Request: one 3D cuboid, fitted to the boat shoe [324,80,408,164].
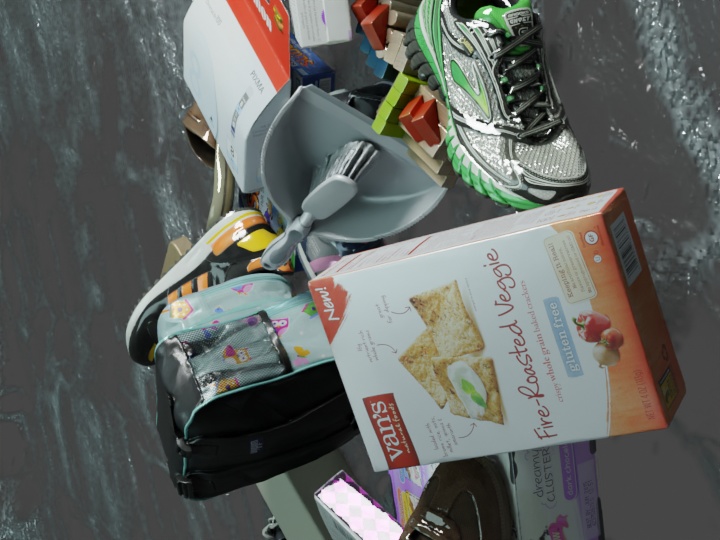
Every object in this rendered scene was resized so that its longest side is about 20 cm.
[{"bbox_3d":[-0.007,-0.114,1.069,0.200,0.068,0.072,11,111,62],"label":"boat shoe"}]

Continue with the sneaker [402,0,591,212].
[{"bbox_3d":[0.088,-0.119,0.852,0.200,0.078,0.085,63,150,29],"label":"sneaker"}]

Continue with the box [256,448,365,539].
[{"bbox_3d":[-0.032,0.240,1.296,0.200,0.068,0.082,55,147,40],"label":"box"}]

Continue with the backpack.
[{"bbox_3d":[-0.081,0.095,1.180,0.176,0.200,0.154,97,156,-50],"label":"backpack"}]

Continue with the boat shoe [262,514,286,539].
[{"bbox_3d":[-0.068,0.265,1.389,0.200,0.063,0.073,61,151,32],"label":"boat shoe"}]

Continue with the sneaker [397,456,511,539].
[{"bbox_3d":[0.042,0.217,0.886,0.070,0.075,0.200,21,103,38],"label":"sneaker"}]

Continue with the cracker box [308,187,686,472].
[{"bbox_3d":[0.081,0.041,0.819,0.200,0.058,0.134,-14,102,30],"label":"cracker box"}]

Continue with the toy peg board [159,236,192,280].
[{"bbox_3d":[-0.124,0.082,1.407,0.199,0.098,0.200,54,148,20],"label":"toy peg board"}]

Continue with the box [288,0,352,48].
[{"bbox_3d":[-0.033,-0.199,1.036,0.200,0.039,0.042,-110,11,-78],"label":"box"}]

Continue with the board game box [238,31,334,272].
[{"bbox_3d":[-0.072,-0.118,1.247,0.135,0.034,0.200,47,142,48],"label":"board game box"}]

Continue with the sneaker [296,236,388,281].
[{"bbox_3d":[0.000,0.000,1.108,0.200,0.070,0.082,54,148,38],"label":"sneaker"}]

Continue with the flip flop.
[{"bbox_3d":[-0.148,-0.129,1.322,0.081,0.057,0.200,99,173,-69],"label":"flip flop"}]

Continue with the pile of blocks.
[{"bbox_3d":[0.020,-0.153,0.959,0.082,0.062,0.200,-38,60,38],"label":"pile of blocks"}]

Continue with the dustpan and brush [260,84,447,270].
[{"bbox_3d":[-0.033,-0.053,1.061,0.200,0.139,0.057,-38,26,60],"label":"dustpan and brush"}]

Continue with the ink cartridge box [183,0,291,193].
[{"bbox_3d":[-0.110,-0.191,1.169,0.200,0.047,0.160,96,152,-52],"label":"ink cartridge box"}]

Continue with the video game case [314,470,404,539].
[{"bbox_3d":[0.057,0.261,1.021,0.200,0.036,0.181,38,160,34],"label":"video game case"}]

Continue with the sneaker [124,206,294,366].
[{"bbox_3d":[-0.144,0.036,1.268,0.200,0.070,0.090,-47,64,18],"label":"sneaker"}]

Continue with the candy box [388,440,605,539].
[{"bbox_3d":[0.092,0.146,0.980,0.200,0.071,0.168,18,118,63],"label":"candy box"}]
